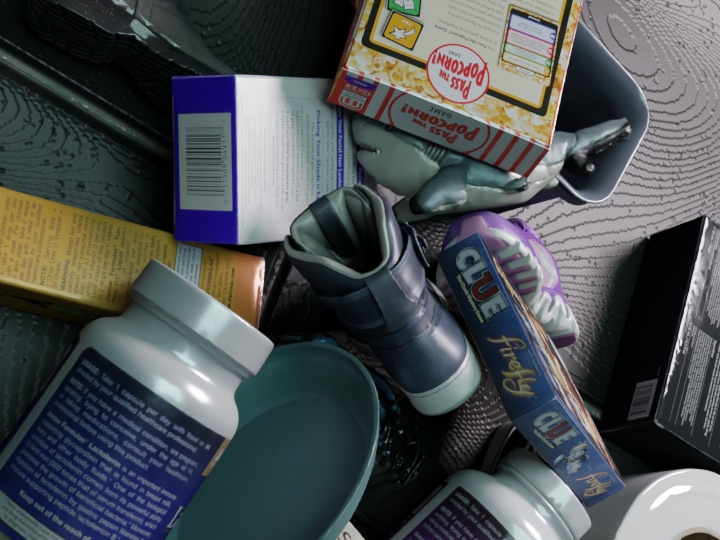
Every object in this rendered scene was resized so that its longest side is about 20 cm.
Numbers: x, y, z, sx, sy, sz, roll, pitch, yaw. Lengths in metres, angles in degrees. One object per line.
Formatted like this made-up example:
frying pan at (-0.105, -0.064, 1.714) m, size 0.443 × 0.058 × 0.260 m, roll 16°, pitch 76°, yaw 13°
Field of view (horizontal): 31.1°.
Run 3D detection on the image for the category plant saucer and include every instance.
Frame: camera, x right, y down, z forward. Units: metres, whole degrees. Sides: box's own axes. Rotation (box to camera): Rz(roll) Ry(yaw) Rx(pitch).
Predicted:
plant saucer at (-0.065, 0.136, 0.829) m, size 0.036 × 0.199 × 0.201 m, roll 51°, pitch 56°, yaw -34°

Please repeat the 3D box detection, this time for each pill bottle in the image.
pill bottle at (-0.146, 0.101, 0.790) m, size 0.115 × 0.116 × 0.201 m, roll 36°, pitch 84°, yaw -19°
pill bottle at (0.064, 0.219, 0.898) m, size 0.200 × 0.112 × 0.113 m, roll -41°, pitch 101°, yaw -12°

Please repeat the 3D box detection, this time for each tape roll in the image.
tape roll at (0.257, 0.266, 1.063) m, size 0.201 × 0.071 × 0.205 m, roll 8°, pitch 75°, yaw -30°

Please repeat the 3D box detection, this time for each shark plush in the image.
shark plush at (0.096, -0.088, 0.910) m, size 0.198 × 0.091 × 0.084 m, roll -9°, pitch 88°, yaw 3°

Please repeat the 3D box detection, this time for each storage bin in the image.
storage bin at (0.109, -0.144, 1.032) m, size 0.200 × 0.134 × 0.146 m, roll 43°, pitch 60°, yaw -17°

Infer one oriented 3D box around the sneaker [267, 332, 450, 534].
sneaker at (0.005, 0.123, 0.934) m, size 0.200 × 0.082 × 0.073 m, roll 44°, pitch 60°, yaw -16°

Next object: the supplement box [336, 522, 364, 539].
supplement box at (-0.083, 0.247, 0.816) m, size 0.074 × 0.125 × 0.200 m, roll 53°, pitch 56°, yaw -24°

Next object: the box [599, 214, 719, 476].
box at (0.304, 0.078, 1.133) m, size 0.140 × 0.079 × 0.202 m, roll 30°, pitch 64°, yaw -19°

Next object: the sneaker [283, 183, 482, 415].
sneaker at (0.001, -0.001, 0.886) m, size 0.077 × 0.202 × 0.147 m, roll -39°, pitch 114°, yaw -4°

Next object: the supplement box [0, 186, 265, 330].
supplement box at (-0.166, 0.003, 0.865) m, size 0.198 × 0.066 × 0.070 m, roll 14°, pitch 71°, yaw -29°

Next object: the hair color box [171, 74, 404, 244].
hair color box at (-0.044, -0.080, 0.911) m, size 0.199 × 0.064 × 0.111 m, roll -8°, pitch 100°, yaw -52°

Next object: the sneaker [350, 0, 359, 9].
sneaker at (-0.024, -0.277, 1.024) m, size 0.113 × 0.073 × 0.203 m, roll 2°, pitch 67°, yaw -28°

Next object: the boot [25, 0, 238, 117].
boot at (-0.132, -0.193, 0.936) m, size 0.199 × 0.070 × 0.133 m, roll 32°, pitch 58°, yaw -27°

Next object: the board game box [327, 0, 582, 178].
board game box at (0.076, -0.183, 0.905) m, size 0.150 × 0.046 × 0.202 m, roll 21°, pitch 63°, yaw -7°

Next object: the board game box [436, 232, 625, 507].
board game box at (0.124, 0.076, 0.917) m, size 0.200 × 0.034 × 0.136 m, roll 47°, pitch 17°, yaw -56°

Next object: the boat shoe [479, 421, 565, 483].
boat shoe at (0.114, 0.202, 0.992) m, size 0.070 × 0.063 × 0.202 m, roll 30°, pitch 64°, yaw -23°

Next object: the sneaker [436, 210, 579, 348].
sneaker at (0.110, -0.005, 1.005) m, size 0.200 × 0.080 × 0.089 m, roll 44°, pitch 37°, yaw -57°
